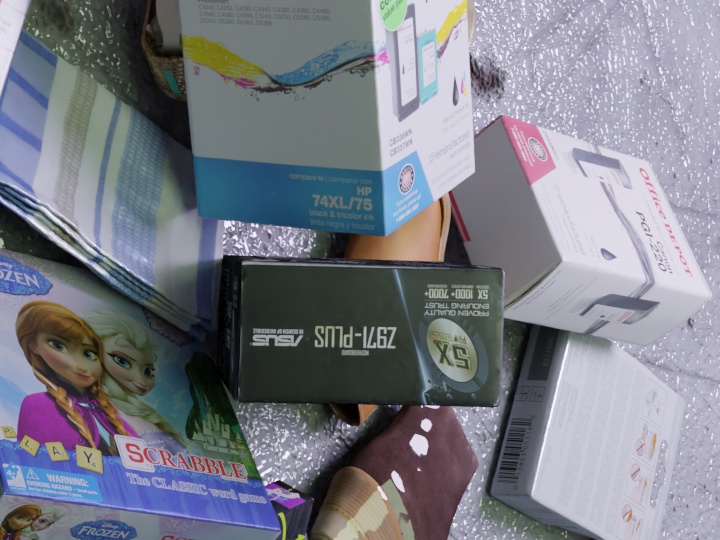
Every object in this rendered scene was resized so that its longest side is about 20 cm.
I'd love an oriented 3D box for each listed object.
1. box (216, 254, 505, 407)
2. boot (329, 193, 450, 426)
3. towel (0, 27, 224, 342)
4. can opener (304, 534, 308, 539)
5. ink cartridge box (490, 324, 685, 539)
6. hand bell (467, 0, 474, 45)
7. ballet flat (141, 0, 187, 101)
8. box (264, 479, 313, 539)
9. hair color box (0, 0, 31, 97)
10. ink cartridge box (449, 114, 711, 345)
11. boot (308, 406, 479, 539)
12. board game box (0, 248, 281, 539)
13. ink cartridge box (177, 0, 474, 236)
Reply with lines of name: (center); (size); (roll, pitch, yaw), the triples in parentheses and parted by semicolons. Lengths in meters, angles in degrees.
box: (-0.007, 0.036, 1.079); (0.162, 0.200, 0.087); (2, 91, -9)
boot: (0.000, 0.000, 1.232); (0.155, 0.076, 0.201); (-42, 122, -33)
towel: (-0.160, -0.058, 1.070); (0.200, 0.024, 0.148); (37, 39, -35)
can opener: (-0.045, 0.278, 1.173); (0.052, 0.066, 0.201); (-11, 86, -47)
ink cartridge box: (0.200, 0.148, 1.428); (0.200, 0.047, 0.161); (34, 64, -43)
hand bell: (-0.026, -0.198, 1.218); (0.199, 0.104, 0.105); (16, 76, -29)
ballet flat: (-0.109, -0.217, 1.127); (0.065, 0.070, 0.202); (43, 50, -76)
box: (-0.107, 0.225, 1.057); (0.200, 0.036, 0.144); (-13, 121, -59)
hair color box: (-0.246, -0.201, 1.007); (0.101, 0.061, 0.201); (29, 67, -39)
ink cartridge box: (0.174, -0.029, 1.345); (0.199, 0.085, 0.146); (13, 48, -44)
boot: (0.053, 0.205, 1.258); (0.166, 0.072, 0.201); (-49, 122, -36)
board game box: (-0.162, 0.078, 1.002); (0.199, 0.041, 0.200); (16, 36, -43)
ink cartridge box: (-0.021, -0.145, 1.097); (0.147, 0.145, 0.201); (-37, 128, -55)
